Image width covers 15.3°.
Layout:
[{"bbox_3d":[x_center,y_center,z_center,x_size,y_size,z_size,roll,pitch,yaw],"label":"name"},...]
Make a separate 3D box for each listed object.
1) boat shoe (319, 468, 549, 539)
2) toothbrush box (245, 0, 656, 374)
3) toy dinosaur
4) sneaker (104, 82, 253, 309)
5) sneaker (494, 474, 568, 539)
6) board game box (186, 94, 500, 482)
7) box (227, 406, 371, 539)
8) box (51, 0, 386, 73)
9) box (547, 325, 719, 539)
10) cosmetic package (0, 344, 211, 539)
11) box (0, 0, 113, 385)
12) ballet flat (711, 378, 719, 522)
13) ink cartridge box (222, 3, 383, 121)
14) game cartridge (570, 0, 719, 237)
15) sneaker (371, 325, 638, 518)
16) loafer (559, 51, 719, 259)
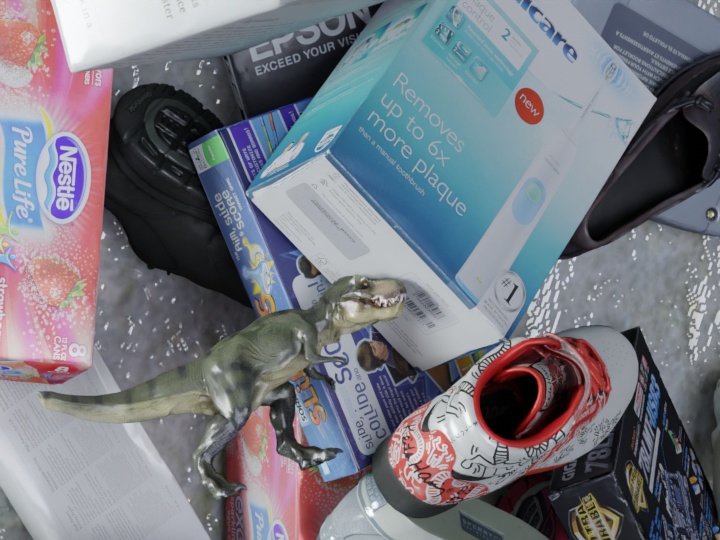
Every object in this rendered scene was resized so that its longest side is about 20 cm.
[{"bbox_3d":[0.059,0.175,1.507,0.071,0.070,0.200,-37,124,27],"label":"boat shoe"},{"bbox_3d":[0.053,-0.069,1.472,0.146,0.085,0.200,47,53,-16],"label":"toothbrush box"},{"bbox_3d":[-0.061,0.070,1.410,0.199,0.047,0.089,-21,85,-6],"label":"toy dinosaur"},{"bbox_3d":[-0.078,-0.022,1.522,0.200,0.091,0.076,42,44,-16],"label":"sneaker"},{"bbox_3d":[0.136,0.229,1.667,0.080,0.075,0.201,-25,107,-22],"label":"sneaker"},{"bbox_3d":[0.000,0.000,1.489,0.135,0.034,0.201,-21,89,-37],"label":"board game box"},{"bbox_3d":[-0.016,0.160,1.562,0.102,0.095,0.201,-2,97,-28],"label":"box"},{"bbox_3d":[-0.082,-0.219,1.404,0.200,0.130,0.200,-18,93,-67],"label":"box"},{"bbox_3d":[0.181,0.164,1.624,0.049,0.200,0.199,-22,109,18],"label":"box"},{"bbox_3d":[-0.157,0.119,1.520,0.082,0.051,0.201,-36,110,-21],"label":"cosmetic package"},{"bbox_3d":[-0.191,-0.045,1.429,0.102,0.095,0.201,7,80,-18],"label":"box"},{"bbox_3d":[0.266,0.072,1.722,0.069,0.069,0.200,45,71,-24],"label":"ballet flat"},{"bbox_3d":[0.016,-0.137,1.564,0.197,0.043,0.201,-20,104,-11],"label":"ink cartridge box"},{"bbox_3d":[0.186,-0.103,1.677,0.199,0.041,0.134,27,88,-27],"label":"game cartridge"},{"bbox_3d":[0.106,0.067,1.449,0.201,0.108,0.067,-24,80,-39],"label":"sneaker"},{"bbox_3d":[0.190,-0.067,1.628,0.200,0.063,0.072,-35,110,-19],"label":"loafer"}]
